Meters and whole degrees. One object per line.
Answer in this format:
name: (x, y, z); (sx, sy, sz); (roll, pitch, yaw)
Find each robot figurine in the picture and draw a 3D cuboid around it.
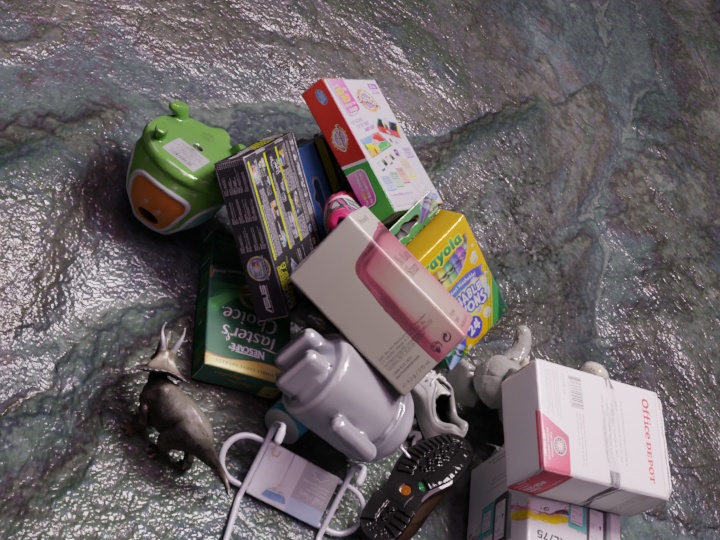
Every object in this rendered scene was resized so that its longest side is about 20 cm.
robot figurine: (-0.014, 0.154, 1.534); (0.200, 0.113, 0.171); (40, 26, -27)

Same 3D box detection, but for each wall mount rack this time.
wall mount rack: (-0.084, 0.281, 1.496); (0.198, 0.074, 0.175); (29, 81, -14)

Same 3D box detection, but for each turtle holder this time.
turtle holder: (-0.229, -0.129, 1.626); (0.140, 0.132, 0.186); (23, 29, -23)

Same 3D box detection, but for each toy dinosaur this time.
toy dinosaur: (-0.210, 0.173, 1.455); (0.076, 0.102, 0.201); (-18, 71, -41)

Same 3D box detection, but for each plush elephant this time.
plush elephant: (0.208, 0.152, 1.715); (0.201, 0.163, 0.156); (-53, 136, -27)

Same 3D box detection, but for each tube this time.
tube: (-0.046, 0.143, 1.628); (0.077, 0.051, 0.200); (30, 42, 17)

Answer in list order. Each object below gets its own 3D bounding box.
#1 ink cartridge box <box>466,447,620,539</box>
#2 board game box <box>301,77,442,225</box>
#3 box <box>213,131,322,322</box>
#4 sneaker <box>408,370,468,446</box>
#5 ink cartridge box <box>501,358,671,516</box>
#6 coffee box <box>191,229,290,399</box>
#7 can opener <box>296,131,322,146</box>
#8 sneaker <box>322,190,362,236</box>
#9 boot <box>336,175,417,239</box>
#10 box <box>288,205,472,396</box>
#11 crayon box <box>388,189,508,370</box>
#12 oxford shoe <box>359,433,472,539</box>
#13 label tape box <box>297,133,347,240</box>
ink cartridge box: (0.230, 0.340, 1.618); (0.145, 0.146, 0.202); (24, 50, -20)
board game box: (0.018, -0.160, 1.702); (0.153, 0.040, 0.202); (-13, 72, -61)
box: (-0.105, -0.058, 1.595); (0.160, 0.044, 0.202); (-42, 119, -63)
sneaker: (0.081, 0.150, 1.691); (0.075, 0.081, 0.202); (-14, 68, -38)
ink cartridge box: (0.277, 0.208, 1.575); (0.198, 0.085, 0.147); (16, 57, -25)
coffee box: (-0.147, 0.056, 1.619); (0.122, 0.044, 0.202); (19, 52, -25)
can opener: (-0.074, -0.148, 1.803); (0.067, 0.053, 0.200); (41, 47, 2)
sneaker: (0.000, 0.000, 1.661); (0.075, 0.080, 0.202); (-86, 151, -71)
boot: (0.040, -0.026, 1.735); (0.200, 0.072, 0.184); (44, 42, -39)
box: (0.028, 0.033, 1.540); (0.200, 0.109, 0.128); (46, 12, 0)
crayon box: (0.105, 0.014, 1.673); (0.126, 0.051, 0.201); (-44, 124, -22)
oxford shoe: (0.065, 0.279, 1.591); (0.072, 0.085, 0.200); (36, 57, 24)
label tape box: (-0.025, -0.123, 1.780); (0.199, 0.066, 0.145); (-29, 104, -42)
